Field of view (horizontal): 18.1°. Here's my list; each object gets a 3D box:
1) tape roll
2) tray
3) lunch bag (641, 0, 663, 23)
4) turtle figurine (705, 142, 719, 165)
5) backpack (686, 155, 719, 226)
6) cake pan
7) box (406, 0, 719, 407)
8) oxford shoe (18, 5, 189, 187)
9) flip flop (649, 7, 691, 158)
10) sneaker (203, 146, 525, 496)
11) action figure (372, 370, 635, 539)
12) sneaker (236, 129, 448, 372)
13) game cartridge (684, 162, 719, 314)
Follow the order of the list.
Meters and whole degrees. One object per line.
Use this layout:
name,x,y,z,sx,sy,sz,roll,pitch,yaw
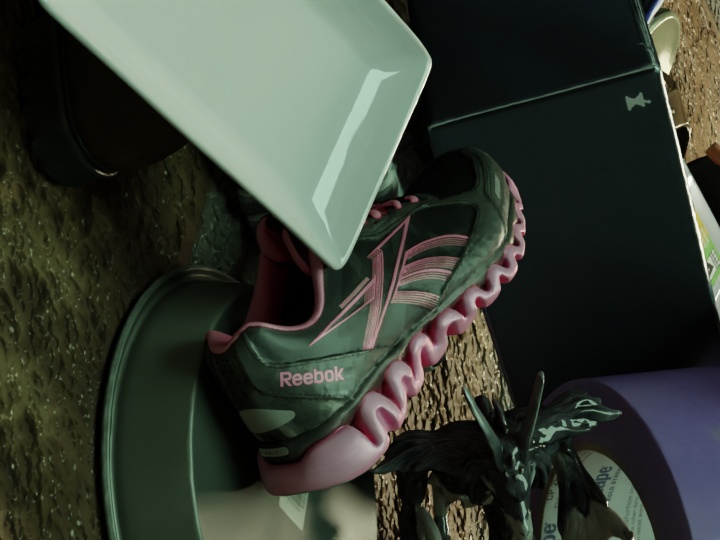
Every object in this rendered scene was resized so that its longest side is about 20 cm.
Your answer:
tape roll,0.152,0.149,1.106,0.084,0.200,0.202,-4,83,-22
tray,-0.048,-0.094,0.882,0.200,0.022,0.108,43,63,-43
lunch bag,0.126,-0.189,1.363,0.170,0.123,0.202,-58,149,-56
turtle figurine,0.209,0.022,1.118,0.161,0.064,0.202,89,-18,-82
backpack,0.292,0.005,1.639,0.199,0.153,0.165,-4,78,-45
cake pan,-0.045,0.095,0.985,0.200,0.036,0.202,36,50,-57
box,0.103,-0.067,1.183,0.199,0.122,0.201,-97,170,-53
oxford shoe,-0.093,-0.140,0.914,0.073,0.084,0.202,2,78,-63
flip flop,0.182,-0.078,1.465,0.081,0.057,0.201,67,36,-54
sneaker,0.000,0.000,0.967,0.096,0.079,0.200,52,48,-19
action figure,0.066,0.119,1.049,0.200,0.118,0.103,97,-27,-66
sneaker,-0.006,-0.048,1.095,0.201,0.074,0.116,69,21,-46
game cartridge,0.184,0.015,1.442,0.134,0.040,0.200,-59,146,-12
